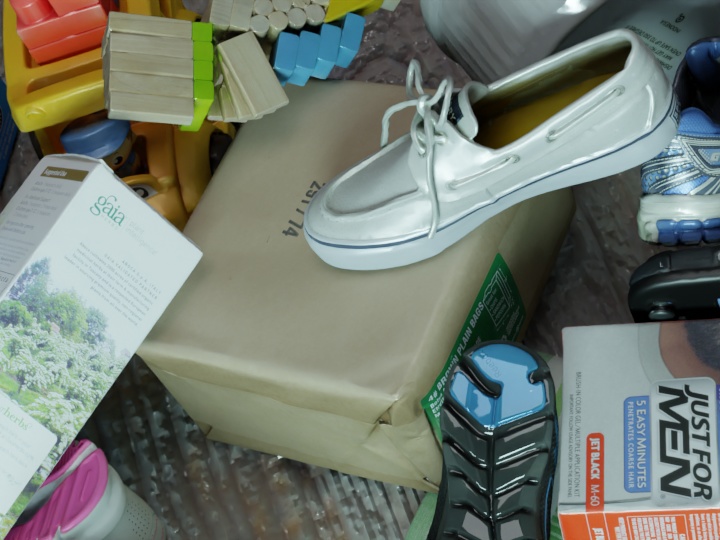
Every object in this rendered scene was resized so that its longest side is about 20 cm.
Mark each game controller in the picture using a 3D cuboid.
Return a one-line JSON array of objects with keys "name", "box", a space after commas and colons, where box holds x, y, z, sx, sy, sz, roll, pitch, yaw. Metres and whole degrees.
[{"name": "game controller", "box": [0.237, 0.015, 0.875, 0.199, 0.105, 0.042, -5, 55, 17]}]

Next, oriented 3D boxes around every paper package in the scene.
[{"name": "paper package", "box": [0.000, 0.000, 0.960, 0.190, 0.104, 0.201, 9, 59, 32]}]

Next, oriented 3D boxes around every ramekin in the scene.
[{"name": "ramekin", "box": [0.142, -0.155, 0.976, 0.201, 0.203, 0.095, -27, 63, 0]}]

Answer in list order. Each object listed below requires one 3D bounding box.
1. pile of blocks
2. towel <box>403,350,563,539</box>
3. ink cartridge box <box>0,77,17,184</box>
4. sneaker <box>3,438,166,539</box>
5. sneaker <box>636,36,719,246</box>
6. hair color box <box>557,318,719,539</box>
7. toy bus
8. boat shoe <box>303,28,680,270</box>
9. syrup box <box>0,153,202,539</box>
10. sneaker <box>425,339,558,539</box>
[{"name": "pile of blocks", "box": [-0.059, -0.121, 0.985, 0.199, 0.062, 0.082, -22, 80, -21]}, {"name": "towel", "box": [0.131, 0.126, 0.891, 0.199, 0.023, 0.153, 15, 62, 30]}, {"name": "ink cartridge box", "box": [-0.304, -0.103, 1.091, 0.084, 0.200, 0.147, -2, 56, 19]}, {"name": "sneaker", "box": [-0.185, 0.166, 0.942, 0.199, 0.088, 0.082, -23, 39, 33]}, {"name": "sneaker", "box": [0.211, -0.089, 0.931, 0.077, 0.086, 0.200, 3, 29, 37]}, {"name": "hair color box", "box": [0.198, 0.082, 0.842, 0.199, 0.064, 0.111, -4, 51, 12]}, {"name": "toy bus", "box": [-0.154, -0.108, 1.048, 0.135, 0.192, 0.201, -15, 55, 8]}, {"name": "boat shoe", "box": [0.052, -0.068, 0.857, 0.201, 0.086, 0.075, -19, 48, 17]}, {"name": "syrup box", "box": [-0.179, 0.041, 0.910, 0.081, 0.079, 0.201, 8, 61, 57]}, {"name": "sneaker", "box": [0.065, 0.139, 0.851, 0.073, 0.082, 0.201, 11, 78, 17]}]
